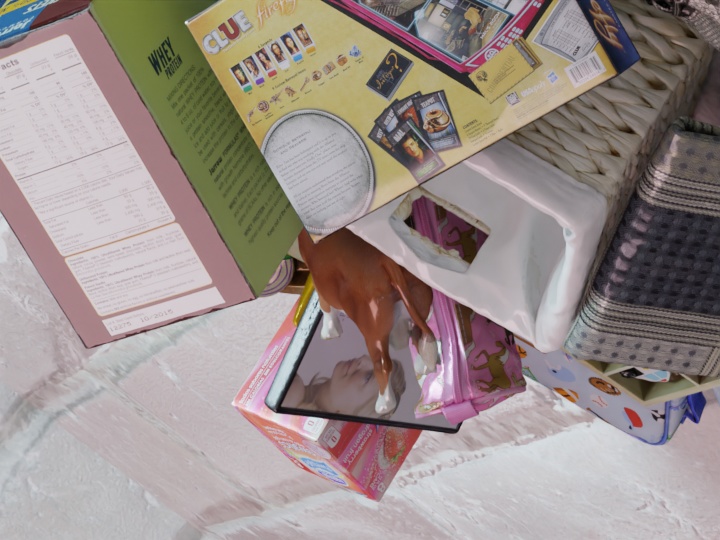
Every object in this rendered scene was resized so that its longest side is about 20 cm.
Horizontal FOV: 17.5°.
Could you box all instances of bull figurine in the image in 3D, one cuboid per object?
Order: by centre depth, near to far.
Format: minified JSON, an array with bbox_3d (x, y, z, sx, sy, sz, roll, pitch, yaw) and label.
[{"bbox_3d":[0.000,0.000,1.483,0.200,0.065,0.122,-120,15,-62],"label":"bull figurine"}]

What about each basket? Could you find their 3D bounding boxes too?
[{"bbox_3d":[0.075,-0.092,1.315,0.198,0.161,0.200,32,163,12],"label":"basket"}]

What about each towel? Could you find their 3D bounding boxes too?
[{"bbox_3d":[0.231,-0.004,1.263,0.199,0.035,0.193,10,138,-8],"label":"towel"}]

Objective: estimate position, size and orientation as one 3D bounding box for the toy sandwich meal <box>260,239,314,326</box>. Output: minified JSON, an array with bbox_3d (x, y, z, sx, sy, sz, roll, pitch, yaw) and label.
[{"bbox_3d":[-0.056,-0.040,1.645,0.204,0.070,0.206,7,135,7],"label":"toy sandwich meal"}]

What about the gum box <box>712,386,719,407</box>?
[{"bbox_3d":[0.303,0.075,1.516,0.169,0.045,0.200,23,159,34],"label":"gum box"}]

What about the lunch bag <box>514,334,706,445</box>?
[{"bbox_3d":[0.173,0.040,1.622,0.160,0.076,0.200,27,160,18],"label":"lunch bag"}]

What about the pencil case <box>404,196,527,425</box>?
[{"bbox_3d":[0.055,0.000,1.553,0.083,0.086,0.201,-13,89,52],"label":"pencil case"}]

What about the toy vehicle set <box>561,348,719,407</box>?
[{"bbox_3d":[0.189,0.026,1.442,0.124,0.027,0.200,33,155,-16],"label":"toy vehicle set"}]

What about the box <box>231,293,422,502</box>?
[{"bbox_3d":[0.010,0.055,1.741,0.094,0.201,0.103,19,161,41],"label":"box"}]

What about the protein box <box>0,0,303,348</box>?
[{"bbox_3d":[-0.128,-0.100,1.415,0.134,0.199,0.201,-16,115,30],"label":"protein box"}]

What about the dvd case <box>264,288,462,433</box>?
[{"bbox_3d":[0.031,0.044,1.651,0.199,0.143,0.018,10,-161,-48],"label":"dvd case"}]

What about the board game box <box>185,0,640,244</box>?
[{"bbox_3d":[0.023,-0.116,1.169,0.199,0.035,0.136,-28,95,32],"label":"board game box"}]

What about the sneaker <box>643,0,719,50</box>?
[{"bbox_3d":[0.123,-0.159,1.179,0.199,0.085,0.078,32,162,8],"label":"sneaker"}]
